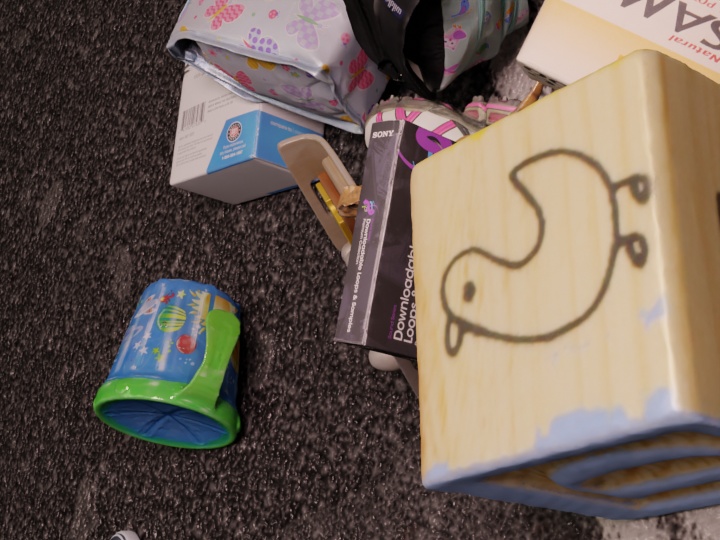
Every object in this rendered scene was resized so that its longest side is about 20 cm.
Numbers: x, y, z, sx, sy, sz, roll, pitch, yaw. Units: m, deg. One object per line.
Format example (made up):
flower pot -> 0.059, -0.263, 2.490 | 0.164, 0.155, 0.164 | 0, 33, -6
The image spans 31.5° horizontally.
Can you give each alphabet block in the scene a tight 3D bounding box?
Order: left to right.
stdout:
alphabet block -> 0.160, 0.023, 0.742 | 0.195, 0.195, 0.202 | -24, 60, 43

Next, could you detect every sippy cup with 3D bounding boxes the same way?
sippy cup -> -0.170, 0.084, 1.198 | 0.176, 0.140, 0.132 | -3, 63, 25

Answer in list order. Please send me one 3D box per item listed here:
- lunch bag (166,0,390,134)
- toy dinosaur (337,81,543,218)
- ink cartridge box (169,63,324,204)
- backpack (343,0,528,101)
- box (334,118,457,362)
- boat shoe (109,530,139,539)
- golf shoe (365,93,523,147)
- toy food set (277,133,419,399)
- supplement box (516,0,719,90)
lunch bag -> -0.054, -0.232, 1.101 | 0.199, 0.127, 0.171 | 20, 76, 29
toy dinosaur -> 0.080, -0.076, 0.894 | 0.199, 0.107, 0.060 | -35, 49, -7
ink cartridge box -> -0.103, -0.180, 1.233 | 0.144, 0.083, 0.202 | -11, 69, 49
backpack -> 0.049, -0.226, 0.935 | 0.126, 0.201, 0.167 | -31, 51, -12
box -> 0.076, -0.003, 0.850 | 0.036, 0.199, 0.145 | 1, 78, 48
boat shoe -> -0.292, 0.348, 1.279 | 0.071, 0.090, 0.202 | 42, 110, 49
golf shoe -> 0.066, -0.088, 0.998 | 0.199, 0.072, 0.093 | 12, 88, 52
toy food set -> 0.000, 0.000, 0.985 | 0.060, 0.144, 0.201 | -31, 47, 0
supplement box -> 0.200, -0.190, 0.804 | 0.125, 0.073, 0.201 | 27, 95, 14
